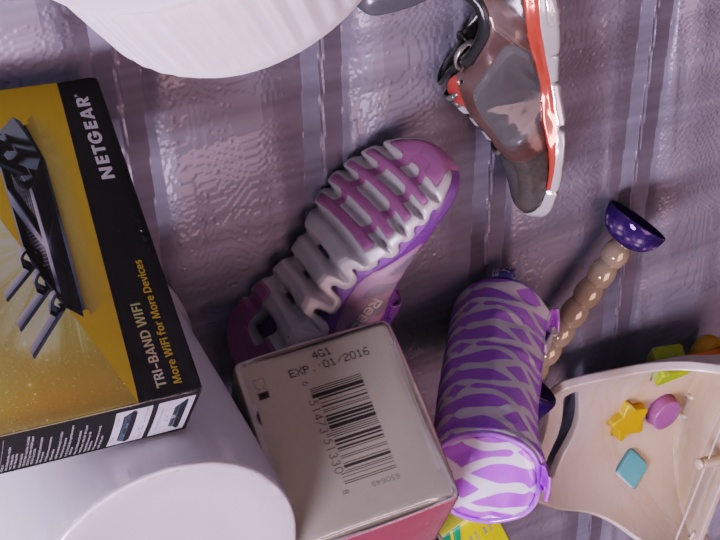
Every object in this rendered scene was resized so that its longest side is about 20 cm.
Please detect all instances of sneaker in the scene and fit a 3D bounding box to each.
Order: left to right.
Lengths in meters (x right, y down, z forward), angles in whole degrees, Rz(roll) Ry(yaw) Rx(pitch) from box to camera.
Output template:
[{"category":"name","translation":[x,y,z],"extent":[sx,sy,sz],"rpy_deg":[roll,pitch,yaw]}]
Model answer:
[{"category":"sneaker","translation":[0.000,0.000,0.923],"extent":[0.088,0.081,0.200],"rpy_deg":[25,112,-46]},{"category":"sneaker","translation":[0.092,-0.122,0.909],"extent":[0.081,0.078,0.202],"rpy_deg":[-5,128,5]}]

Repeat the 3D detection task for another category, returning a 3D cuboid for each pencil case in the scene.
[{"category":"pencil case","translation":[0.095,0.087,0.961],"extent":[0.084,0.201,0.085],"rpy_deg":[8,125,6]}]

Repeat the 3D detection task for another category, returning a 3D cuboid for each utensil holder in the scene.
[{"category":"utensil holder","translation":[-0.148,0.114,0.822],"extent":[0.168,0.200,0.172],"rpy_deg":[-16,128,-21]}]

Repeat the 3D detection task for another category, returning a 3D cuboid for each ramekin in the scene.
[{"category":"ramekin","translation":[-0.070,-0.185,0.669],"extent":[0.202,0.203,0.094],"rpy_deg":[-38,145,-3]}]

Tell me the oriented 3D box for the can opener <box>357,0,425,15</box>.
[{"category":"can opener","translation":[-0.034,-0.166,0.785],"extent":[0.198,0.067,0.054],"rpy_deg":[-22,130,-18]}]

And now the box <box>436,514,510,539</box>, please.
[{"category":"box","translation":[0.069,0.180,1.044],"extent":[0.048,0.118,0.201],"rpy_deg":[-33,140,-6]}]

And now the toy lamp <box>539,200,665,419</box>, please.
[{"category":"toy lamp","translation":[0.158,0.044,1.061],"extent":[0.058,0.058,0.201],"rpy_deg":[19,111,-39]}]

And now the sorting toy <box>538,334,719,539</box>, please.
[{"category":"sorting toy","translation":[0.227,0.135,1.149],"extent":[0.178,0.107,0.202],"rpy_deg":[-1,123,-22]}]

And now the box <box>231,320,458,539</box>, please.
[{"category":"box","translation":[-0.020,0.142,0.917],"extent":[0.108,0.129,0.201],"rpy_deg":[-16,156,-15]}]

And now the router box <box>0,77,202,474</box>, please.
[{"category":"router box","translation":[-0.188,0.002,0.719],"extent":[0.156,0.202,0.052],"rpy_deg":[-12,155,-25]}]
